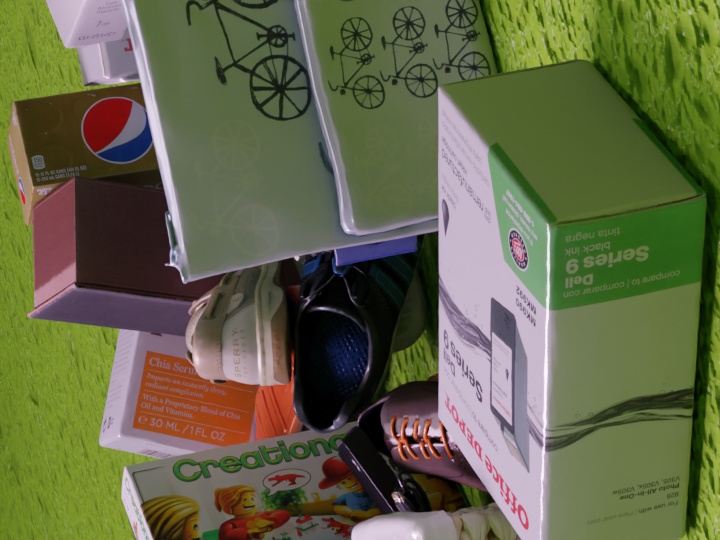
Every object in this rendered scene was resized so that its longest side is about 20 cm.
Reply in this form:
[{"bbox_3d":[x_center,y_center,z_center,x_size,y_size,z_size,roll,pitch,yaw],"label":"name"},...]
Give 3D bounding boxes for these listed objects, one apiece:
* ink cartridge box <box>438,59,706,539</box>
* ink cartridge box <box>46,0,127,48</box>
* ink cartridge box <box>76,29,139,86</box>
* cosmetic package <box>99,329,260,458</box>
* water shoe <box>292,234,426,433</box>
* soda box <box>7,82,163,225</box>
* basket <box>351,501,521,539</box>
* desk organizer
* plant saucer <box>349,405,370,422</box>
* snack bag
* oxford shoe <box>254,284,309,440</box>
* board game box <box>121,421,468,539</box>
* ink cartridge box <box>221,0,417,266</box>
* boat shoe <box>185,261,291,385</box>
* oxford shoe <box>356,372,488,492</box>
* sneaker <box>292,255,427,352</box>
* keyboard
[{"bbox_3d":[0.099,0.022,1.275,0.146,0.084,0.201,-124,28,-54],"label":"ink cartridge box"},{"bbox_3d":[-0.177,-0.270,1.621,0.201,0.044,0.176,66,150,21],"label":"ink cartridge box"},{"bbox_3d":[-0.129,-0.231,1.756,0.083,0.144,0.201,178,81,-71],"label":"ink cartridge box"},{"bbox_3d":[-0.112,0.033,1.833,0.071,0.101,0.201,154,127,-71],"label":"cosmetic package"},{"bbox_3d":[0.000,0.000,1.548,0.079,0.071,0.201,-63,-20,-71],"label":"water shoe"},{"bbox_3d":[-0.135,-0.087,1.774,0.064,0.199,0.068,115,142,-63],"label":"soda box"},{"bbox_3d":[0.086,0.217,1.381,0.136,0.123,0.201,158,101,-73],"label":"basket"},{"bbox_3d":[-0.117,-0.003,1.743,0.072,0.199,0.077,-29,59,53],"label":"desk organizer"},{"bbox_3d":[-0.036,0.094,1.863,0.200,0.031,0.201,169,90,-74],"label":"plant saucer"},{"bbox_3d":[-0.024,-0.103,1.407,0.021,0.199,0.190,131,127,-77],"label":"snack bag"},{"bbox_3d":[-0.025,0.088,1.737,0.201,0.072,0.072,106,152,-47],"label":"oxford shoe"},{"bbox_3d":[-0.034,0.157,1.602,0.035,0.199,0.127,99,154,-43],"label":"board game box"},{"bbox_3d":[-0.010,-0.108,1.461,0.076,0.136,0.201,133,125,-73],"label":"ink cartridge box"},{"bbox_3d":[-0.077,0.033,1.618,0.200,0.065,0.073,-111,16,-80],"label":"boat shoe"},{"bbox_3d":[0.054,0.098,1.492,0.200,0.072,0.072,178,81,-73],"label":"oxford shoe"},{"bbox_3d":[-0.008,-0.029,1.663,0.074,0.082,0.200,-43,64,19],"label":"sneaker"},{"bbox_3d":[0.053,0.173,1.505,0.200,0.021,0.127,53,172,4],"label":"keyboard"}]
